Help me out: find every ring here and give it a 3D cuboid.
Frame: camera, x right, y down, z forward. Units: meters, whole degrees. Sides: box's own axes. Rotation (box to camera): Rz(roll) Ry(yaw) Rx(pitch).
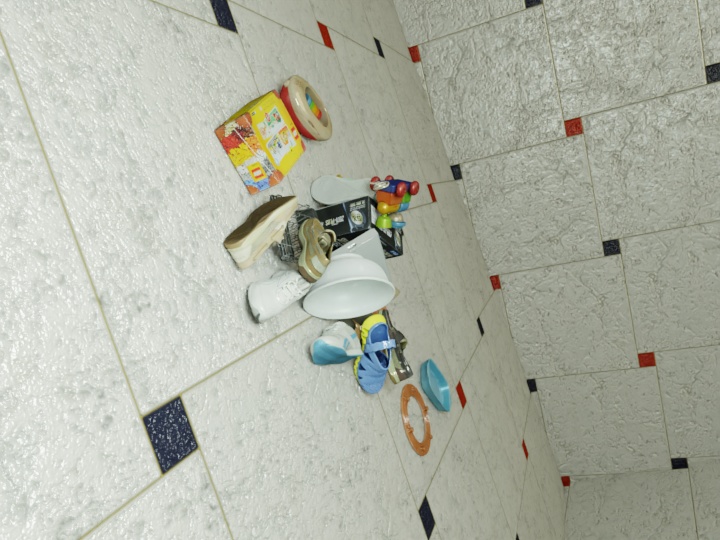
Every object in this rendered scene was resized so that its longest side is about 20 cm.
[{"bbox_3d":[0.164,0.422,1.645,0.201,0.019,0.202,50,31,-45],"label":"ring"}]

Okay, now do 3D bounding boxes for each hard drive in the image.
[{"bbox_3d":[0.000,0.000,1.367,0.026,0.131,0.201,53,-9,36],"label":"hard drive"}]

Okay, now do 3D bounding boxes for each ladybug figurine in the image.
[{"bbox_3d":[-0.143,-0.406,1.471,0.200,0.071,0.137,48,33,-46],"label":"ladybug figurine"}]

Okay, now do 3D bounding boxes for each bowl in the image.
[{"bbox_3d":[-0.030,0.025,1.249,0.201,0.199,0.091,37,38,-55],"label":"bowl"}]

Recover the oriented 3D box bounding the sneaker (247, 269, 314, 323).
[{"bbox_3d":[-0.148,0.036,1.109,0.075,0.086,0.200,68,24,-13],"label":"sneaker"}]

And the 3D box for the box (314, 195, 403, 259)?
[{"bbox_3d":[-0.006,-0.090,1.427,0.200,0.162,0.087,33,50,-58],"label":"box"}]

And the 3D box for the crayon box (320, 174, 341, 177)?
[{"bbox_3d":[-0.027,-0.168,1.551,0.200,0.051,0.128,46,17,-47],"label":"crayon box"}]

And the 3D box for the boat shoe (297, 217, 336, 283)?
[{"bbox_3d":[-0.080,-0.055,1.175,0.072,0.076,0.201,40,23,-29],"label":"boat shoe"}]

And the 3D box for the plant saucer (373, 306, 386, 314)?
[{"bbox_3d":[0.032,0.147,1.516,0.200,0.037,0.202,49,31,-43],"label":"plant saucer"}]

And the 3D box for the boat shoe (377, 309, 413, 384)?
[{"bbox_3d":[0.088,0.186,1.458,0.073,0.064,0.202,62,14,-60],"label":"boat shoe"}]

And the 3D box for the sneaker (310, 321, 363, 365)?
[{"bbox_3d":[-0.060,0.156,1.257,0.082,0.076,0.200,71,14,16],"label":"sneaker"}]

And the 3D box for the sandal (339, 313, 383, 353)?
[{"bbox_3d":[0.007,0.164,1.384,0.055,0.081,0.202,-118,-170,-71],"label":"sandal"}]

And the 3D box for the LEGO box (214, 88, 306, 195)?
[{"bbox_3d":[-0.204,-0.275,1.222,0.150,0.076,0.201,62,24,-23],"label":"LEGO box"}]

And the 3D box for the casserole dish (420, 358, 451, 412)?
[{"bbox_3d":[0.235,0.367,1.828,0.201,0.038,0.122,54,29,-37],"label":"casserole dish"}]

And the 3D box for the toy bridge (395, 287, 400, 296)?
[{"bbox_3d":[0.072,0.055,1.652,0.067,0.027,0.200,40,7,7],"label":"toy bridge"}]

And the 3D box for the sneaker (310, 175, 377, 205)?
[{"bbox_3d":[-0.021,-0.185,1.437,0.118,0.198,0.075,19,80,-59],"label":"sneaker"}]

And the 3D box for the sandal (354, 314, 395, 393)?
[{"bbox_3d":[0.037,0.207,1.340,0.087,0.079,0.202,43,-42,51],"label":"sandal"}]

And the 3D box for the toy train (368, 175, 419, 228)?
[{"bbox_3d":[0.055,-0.147,1.302,0.199,0.084,0.117,-20,122,-58],"label":"toy train"}]

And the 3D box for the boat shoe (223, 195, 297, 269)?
[{"bbox_3d":[-0.181,-0.078,1.112,0.200,0.071,0.065,-52,130,-44],"label":"boat shoe"}]

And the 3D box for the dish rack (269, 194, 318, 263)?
[{"bbox_3d":[-0.144,-0.079,1.252,0.199,0.054,0.155,12,61,-63],"label":"dish rack"}]
